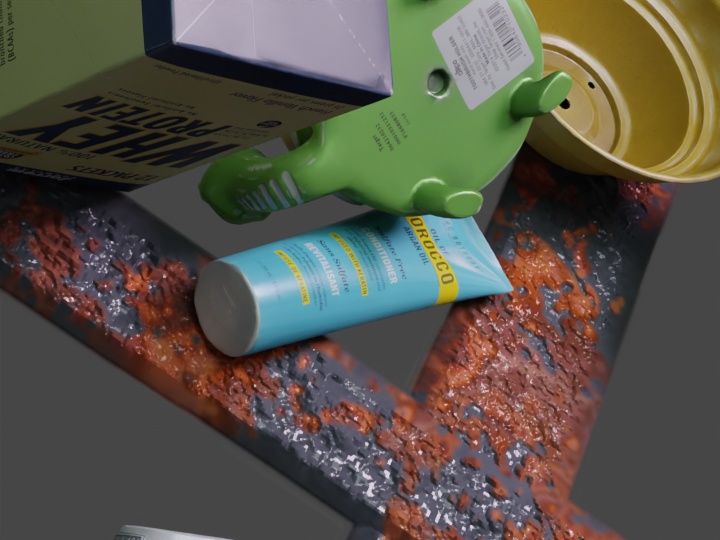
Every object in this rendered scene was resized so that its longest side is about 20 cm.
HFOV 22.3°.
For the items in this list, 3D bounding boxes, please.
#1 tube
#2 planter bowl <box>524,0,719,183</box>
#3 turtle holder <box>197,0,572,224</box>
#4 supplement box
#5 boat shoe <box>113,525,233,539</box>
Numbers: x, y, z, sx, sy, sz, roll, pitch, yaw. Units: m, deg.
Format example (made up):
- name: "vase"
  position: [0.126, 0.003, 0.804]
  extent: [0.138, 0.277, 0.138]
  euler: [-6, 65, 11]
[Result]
- name: "tube"
  position: [0.000, 0.000, 0.996]
  extent: [0.200, 0.050, 0.078]
  euler: [-17, 77, -44]
- name: "planter bowl"
  position: [0.145, -0.123, 1.133]
  extent: [0.200, 0.083, 0.201]
  euler: [15, 56, -24]
- name: "turtle holder"
  position: [0.010, -0.089, 0.996]
  extent: [0.141, 0.132, 0.186]
  euler: [28, 84, -31]
- name: "supplement box"
  position: [-0.107, -0.162, 0.875]
  extent: [0.134, 0.199, 0.201]
  euler: [8, 73, -45]
- name: "boat shoe"
  position: [-0.028, 0.166, 0.868]
  extent: [0.200, 0.069, 0.057]
  euler: [15, 75, -23]
